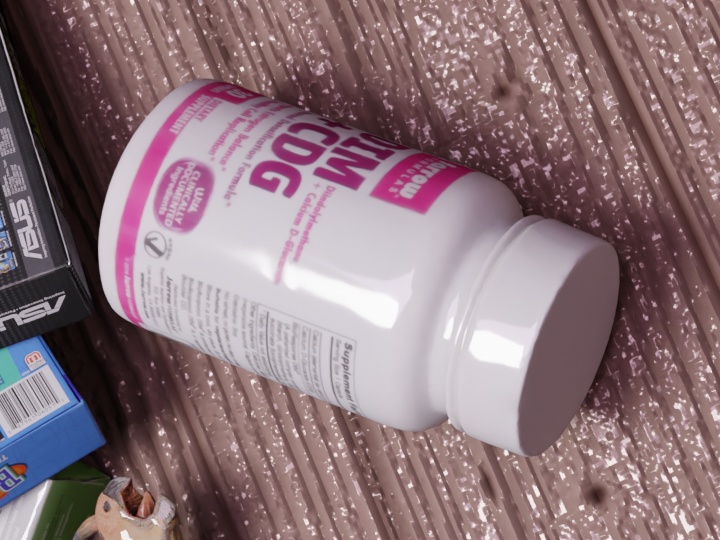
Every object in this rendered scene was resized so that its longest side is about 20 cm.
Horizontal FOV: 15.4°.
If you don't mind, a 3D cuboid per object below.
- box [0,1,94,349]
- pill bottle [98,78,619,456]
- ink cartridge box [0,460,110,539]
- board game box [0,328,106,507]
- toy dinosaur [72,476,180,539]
[{"bbox_3d":[-0.221,-0.042,1.191,0.160,0.044,0.200,-21,57,-1],"label":"box"},{"bbox_3d":[0.000,0.000,1.121,0.200,0.113,0.114,20,96,22],"label":"pill bottle"},{"bbox_3d":[-0.226,0.106,1.242,0.200,0.059,0.104,23,97,22],"label":"ink cartridge box"},{"bbox_3d":[-0.228,0.036,1.198,0.152,0.045,0.200,-31,59,-8],"label":"board game box"},{"bbox_3d":[-0.086,0.204,1.147,0.135,0.086,0.200,13,73,25],"label":"toy dinosaur"}]
